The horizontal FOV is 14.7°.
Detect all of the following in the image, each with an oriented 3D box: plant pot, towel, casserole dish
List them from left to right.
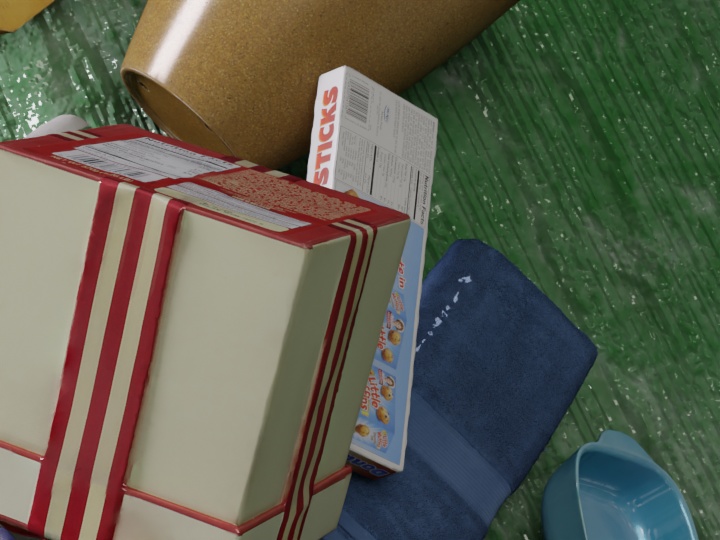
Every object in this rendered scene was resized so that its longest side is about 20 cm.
[{"bbox_3d":[-0.031,-0.150,1.504,0.186,0.186,0.200,40,79,4],"label":"plant pot"},{"bbox_3d":[0.035,0.087,1.460,0.112,0.048,0.200,46,64,-20],"label":"towel"},{"bbox_3d":[0.142,0.182,1.439,0.121,0.039,0.201,21,50,-49],"label":"casserole dish"}]

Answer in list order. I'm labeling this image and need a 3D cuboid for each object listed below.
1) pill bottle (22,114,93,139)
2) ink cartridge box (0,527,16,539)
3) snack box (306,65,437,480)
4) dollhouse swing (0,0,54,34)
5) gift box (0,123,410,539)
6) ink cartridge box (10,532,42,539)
[{"bbox_3d":[-0.112,0.024,1.426,0.200,0.113,0.113,41,63,4],"label":"pill bottle"},{"bbox_3d":[-0.254,0.175,1.308,0.200,0.037,0.095,-43,48,-9],"label":"ink cartridge box"},{"bbox_3d":[0.000,0.000,1.414,0.072,0.024,0.201,28,58,-39],"label":"snack box"},{"bbox_3d":[-0.233,-0.248,1.549,0.200,0.181,0.176,-42,125,-26],"label":"dollhouse swing"},{"bbox_3d":[-0.102,0.046,1.266,0.184,0.200,0.188,19,102,20],"label":"gift box"},{"bbox_3d":[-0.174,0.172,1.369,0.115,0.068,0.201,22,63,-5],"label":"ink cartridge box"}]
